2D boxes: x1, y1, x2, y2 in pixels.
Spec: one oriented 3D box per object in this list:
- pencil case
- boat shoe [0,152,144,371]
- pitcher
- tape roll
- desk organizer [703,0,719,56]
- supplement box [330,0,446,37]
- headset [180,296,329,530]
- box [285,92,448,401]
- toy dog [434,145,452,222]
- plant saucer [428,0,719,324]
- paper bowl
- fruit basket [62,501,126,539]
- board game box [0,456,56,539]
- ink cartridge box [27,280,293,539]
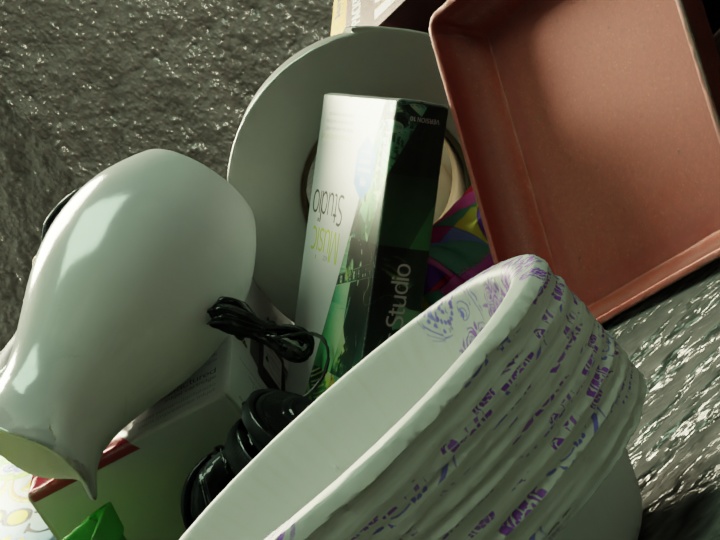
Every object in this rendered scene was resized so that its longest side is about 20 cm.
[{"bbox_3d":[0.107,-0.042,1.305,0.200,0.088,0.088,-47,7,-21],"label":"pencil case"},{"bbox_3d":[-0.187,0.014,1.397,0.200,0.091,0.071,-39,23,-10],"label":"boat shoe"},{"bbox_3d":[-0.159,0.032,1.307,0.171,0.121,0.200,-3,50,55],"label":"pitcher"},{"bbox_3d":[0.015,-0.056,1.424,0.203,0.203,0.139,-42,5,3],"label":"tape roll"},{"bbox_3d":[0.149,-0.107,1.192,0.072,0.077,0.200,-44,28,-19],"label":"desk organizer"},{"bbox_3d":[0.115,-0.192,1.542,0.200,0.197,0.133,-40,33,39],"label":"supplement box"},{"bbox_3d":[-0.064,0.105,1.204,0.124,0.094,0.200,-51,16,47],"label":"headset"},{"bbox_3d":[0.000,0.000,1.271,0.144,0.036,0.201,-163,79,-73],"label":"box"},{"bbox_3d":[0.059,-0.074,1.703,0.193,0.140,0.200,15,46,38],"label":"toy dog"},{"bbox_3d":[0.121,-0.078,1.117,0.037,0.201,0.200,-7,-16,-32],"label":"plant saucer"},{"bbox_3d":[0.022,0.095,0.808,0.201,0.104,0.201,-43,6,5],"label":"paper bowl"},{"bbox_3d":[-0.223,0.199,1.196,0.215,0.216,0.156,-42,7,8],"label":"fruit basket"},{"bbox_3d":[-0.214,0.189,1.470,0.103,0.105,0.200,0,25,20],"label":"board game box"},{"bbox_3d":[-0.120,0.086,1.390,0.145,0.084,0.200,-28,24,12],"label":"ink cartridge box"}]
